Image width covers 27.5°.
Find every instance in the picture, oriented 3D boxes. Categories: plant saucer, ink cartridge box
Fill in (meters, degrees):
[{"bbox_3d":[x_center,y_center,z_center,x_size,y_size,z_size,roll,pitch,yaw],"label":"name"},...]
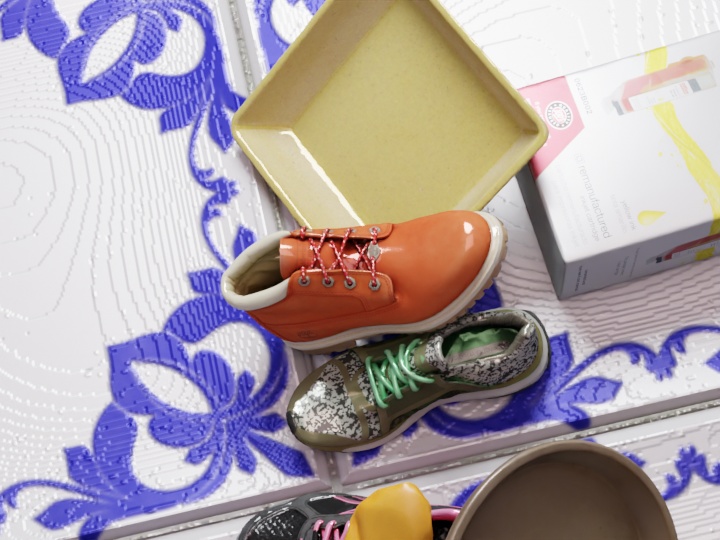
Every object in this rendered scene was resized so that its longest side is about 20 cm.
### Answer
[{"bbox_3d":[0.126,0.209,0.961,0.200,0.029,0.200,0,90,-30],"label":"plant saucer"},{"bbox_3d":[0.024,-0.103,1.083,0.200,0.048,0.200,-47,70,27],"label":"plant saucer"},{"bbox_3d":[0.220,-0.082,1.082,0.200,0.083,0.145,-16,69,-2],"label":"ink cartridge box"}]

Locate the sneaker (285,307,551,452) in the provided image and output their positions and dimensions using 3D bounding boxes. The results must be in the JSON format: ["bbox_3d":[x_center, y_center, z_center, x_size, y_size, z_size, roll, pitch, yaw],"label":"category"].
[{"bbox_3d":[0.039,0.066,1.038,0.200,0.089,0.077,-21,70,-4],"label":"sneaker"}]

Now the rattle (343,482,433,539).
[{"bbox_3d":[-0.039,0.231,0.877,0.200,0.143,0.130,-11,55,-39],"label":"rattle"}]

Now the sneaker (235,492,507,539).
[{"bbox_3d":[0.011,0.184,0.996,0.200,0.095,0.079,-1,72,5],"label":"sneaker"}]

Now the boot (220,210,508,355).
[{"bbox_3d":[0.000,0.000,1.009,0.200,0.107,0.075,-22,56,29],"label":"boot"}]
